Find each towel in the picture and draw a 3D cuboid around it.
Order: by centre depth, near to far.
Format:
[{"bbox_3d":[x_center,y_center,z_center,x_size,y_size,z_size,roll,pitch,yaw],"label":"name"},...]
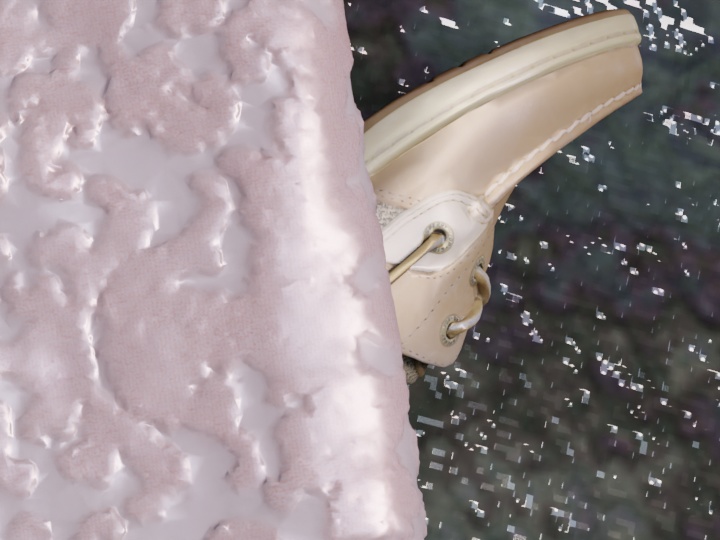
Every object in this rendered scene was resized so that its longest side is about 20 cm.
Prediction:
[{"bbox_3d":[-0.091,-0.017,0.654,0.190,0.032,0.201,-8,81,-2],"label":"towel"}]

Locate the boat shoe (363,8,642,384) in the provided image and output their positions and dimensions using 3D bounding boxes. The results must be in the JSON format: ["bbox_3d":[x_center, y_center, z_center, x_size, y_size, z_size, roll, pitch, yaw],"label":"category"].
[{"bbox_3d":[0.000,0.000,0.734,0.200,0.072,0.065,-34,92,-17],"label":"boat shoe"}]
